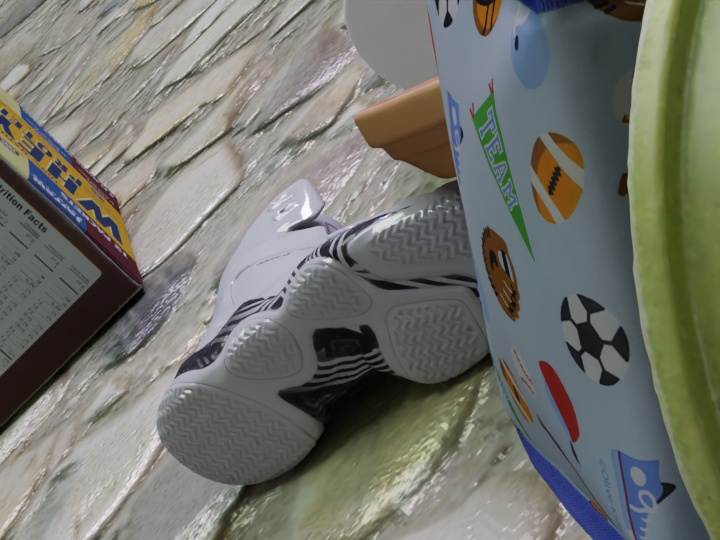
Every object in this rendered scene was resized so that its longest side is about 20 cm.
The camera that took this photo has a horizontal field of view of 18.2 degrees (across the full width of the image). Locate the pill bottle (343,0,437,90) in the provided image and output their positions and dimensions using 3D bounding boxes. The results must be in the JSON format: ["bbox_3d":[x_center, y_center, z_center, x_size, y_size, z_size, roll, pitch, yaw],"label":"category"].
[{"bbox_3d":[0.052,-0.173,1.095,0.113,0.113,0.200,-32,23,32],"label":"pill bottle"}]

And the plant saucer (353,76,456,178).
[{"bbox_3d":[0.095,-0.080,0.829,0.200,0.038,0.200,-22,4,2],"label":"plant saucer"}]

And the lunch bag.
[{"bbox_3d":[0.084,-0.026,0.626,0.123,0.171,0.200,-15,14,-12],"label":"lunch bag"}]

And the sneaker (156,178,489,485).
[{"bbox_3d":[0.000,0.000,0.912,0.200,0.075,0.115,-36,24,34],"label":"sneaker"}]

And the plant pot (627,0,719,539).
[{"bbox_3d":[0.185,-0.015,0.438,0.184,0.201,0.201,-7,41,43],"label":"plant pot"}]

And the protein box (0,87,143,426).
[{"bbox_3d":[-0.252,0.006,1.321,0.200,0.135,0.199,-44,19,4],"label":"protein box"}]
